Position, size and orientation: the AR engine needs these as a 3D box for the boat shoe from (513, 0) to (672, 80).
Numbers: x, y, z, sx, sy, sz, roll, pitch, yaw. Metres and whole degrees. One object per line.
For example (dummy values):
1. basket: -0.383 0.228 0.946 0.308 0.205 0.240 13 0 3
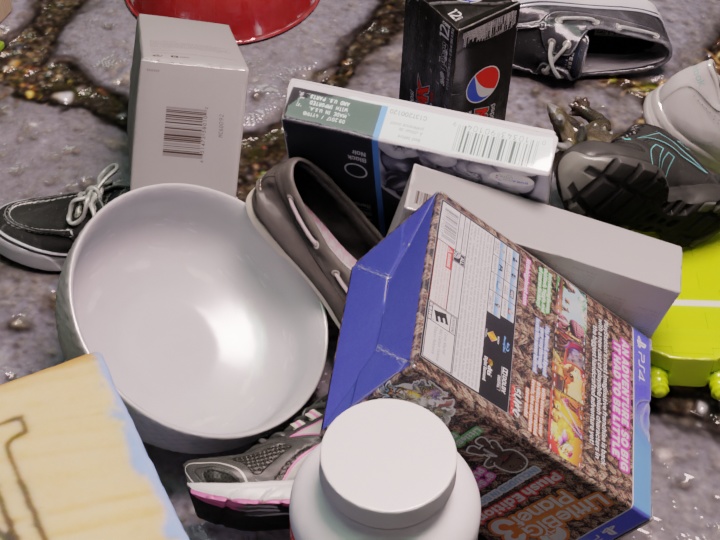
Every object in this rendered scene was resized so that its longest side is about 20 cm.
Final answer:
1. boat shoe: 0.185 -0.205 1.300 0.199 0.072 0.068 -1 46 -12

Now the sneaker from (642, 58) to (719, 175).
1. sneaker: 0.329 -0.106 1.155 0.199 0.088 0.076 23 51 -22

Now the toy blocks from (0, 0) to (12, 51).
1. toy blocks: -0.384 -0.252 1.280 0.099 0.137 0.200 19 50 15

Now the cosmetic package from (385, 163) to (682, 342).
1. cosmetic package: 0.118 -0.005 1.014 0.199 0.083 0.051 17 46 -4

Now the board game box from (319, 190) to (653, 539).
1. board game box: 0.089 0.076 0.948 0.200 0.097 0.160 34 41 -20

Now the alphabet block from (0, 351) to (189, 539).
1. alphabet block: -0.205 0.202 0.834 0.199 0.196 0.197 -19 49 -19

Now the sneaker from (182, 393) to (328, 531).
1. sneaker: -0.025 0.124 0.976 0.199 0.080 0.087 -1 66 -18

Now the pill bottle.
1. pill bottle: 0.013 0.168 0.861 0.112 0.201 0.113 0 47 -1

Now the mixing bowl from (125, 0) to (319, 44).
1. mixing bowl: -0.134 -0.319 1.367 0.199 0.109 0.201 0 48 0

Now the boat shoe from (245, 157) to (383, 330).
1. boat shoe: 0.000 0.000 1.049 0.200 0.057 0.067 45 45 -7

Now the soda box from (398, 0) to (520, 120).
1. soda box: 0.074 -0.140 1.144 0.063 0.201 0.071 -25 53 -25

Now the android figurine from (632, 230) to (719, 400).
1. android figurine: 0.243 0.019 1.111 0.181 0.041 0.201 1 45 -2

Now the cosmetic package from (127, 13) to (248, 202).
1. cosmetic package: -0.142 -0.133 1.139 0.084 0.108 0.200 4 19 -10

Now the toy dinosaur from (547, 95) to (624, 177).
1. toy dinosaur: 0.224 -0.093 1.189 0.199 0.077 0.102 11 30 -21

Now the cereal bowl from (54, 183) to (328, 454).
1. cereal bowl: -0.128 0.042 1.030 0.199 0.083 0.201 16 56 -25

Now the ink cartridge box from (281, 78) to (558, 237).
1. ink cartridge box: 0.046 -0.056 1.080 0.197 0.200 0.044 12 65 11

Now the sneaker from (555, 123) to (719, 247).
1. sneaker: 0.202 -0.069 1.072 0.199 0.075 0.080 13 46 -48

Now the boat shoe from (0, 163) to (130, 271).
1. boat shoe: -0.200 -0.041 1.137 0.198 0.068 0.074 8 47 6
